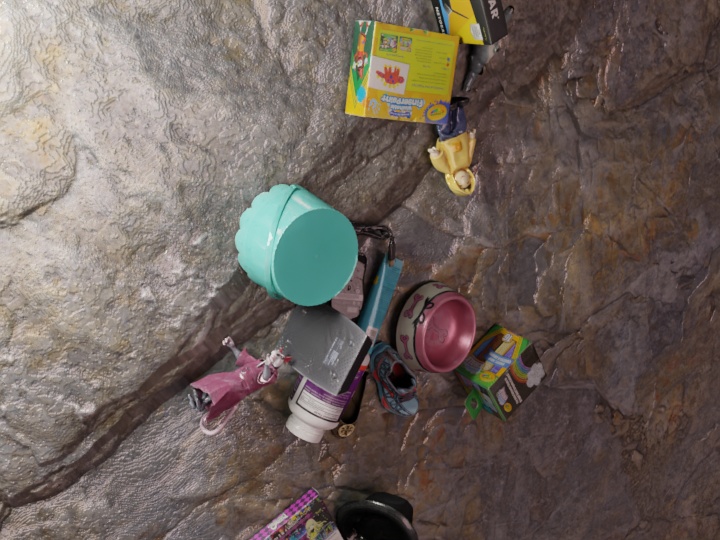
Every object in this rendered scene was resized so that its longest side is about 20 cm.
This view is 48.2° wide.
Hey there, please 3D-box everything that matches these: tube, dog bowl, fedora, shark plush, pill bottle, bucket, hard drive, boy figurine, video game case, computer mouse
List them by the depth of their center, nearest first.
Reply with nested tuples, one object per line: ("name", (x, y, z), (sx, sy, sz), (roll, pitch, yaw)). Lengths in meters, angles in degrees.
("bucket", (-0.111, -0.041, 1.442), (0.205, 0.134, 0.211), (-12, 113, -31))
("hard drive", (-0.067, 0.137, 1.496), (0.042, 0.199, 0.136), (27, 91, -46))
("pill bottle", (-0.069, 0.229, 1.574), (0.112, 0.112, 0.202), (22, 98, -38))
("computer mouse", (0.000, 0.000, 1.588), (0.138, 0.046, 0.204), (0, 96, -22))
("shark plush", (0.232, -0.465, 1.609), (0.082, 0.091, 0.202), (5, 125, -16))
("boy figurine", (0.188, -0.244, 1.630), (0.123, 0.064, 0.203), (-21, 114, -31))
("tube", (0.035, 0.067, 1.639), (0.077, 0.050, 0.203), (21, 91, -63))
("video game case", (-0.138, 0.588, 1.700), (0.199, 0.036, 0.183), (-36, 122, -20))
("dog bowl", (0.168, 0.129, 1.721), (0.198, 0.073, 0.204), (-11, 107, -39))
("fedora", (0.048, 0.542, 1.748), (0.092, 0.198, 0.203), (-52, 134, -49))

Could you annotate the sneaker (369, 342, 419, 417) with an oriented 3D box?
("sneaker", (0.081, 0.248, 1.701), (0.079, 0.095, 0.201), (-40, 124, -16))

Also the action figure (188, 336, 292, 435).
("action figure", (-0.207, 0.206, 1.461), (0.198, 0.134, 0.151), (-23, 119, -24))

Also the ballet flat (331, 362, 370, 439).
("ballet flat", (-0.016, 0.262, 1.664), (0.067, 0.046, 0.203), (4, 109, -38))

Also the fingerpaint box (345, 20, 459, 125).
("fingerpaint box", (0.078, -0.366, 1.503), (0.198, 0.073, 0.170), (-3, 106, -34))

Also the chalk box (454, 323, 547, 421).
("chalk box", (0.306, 0.248, 1.844), (0.200, 0.124, 0.126), (-42, 126, -15))

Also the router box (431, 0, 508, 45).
("router box", (0.186, -0.522, 1.479), (0.051, 0.149, 0.202), (-34, 122, -21))
